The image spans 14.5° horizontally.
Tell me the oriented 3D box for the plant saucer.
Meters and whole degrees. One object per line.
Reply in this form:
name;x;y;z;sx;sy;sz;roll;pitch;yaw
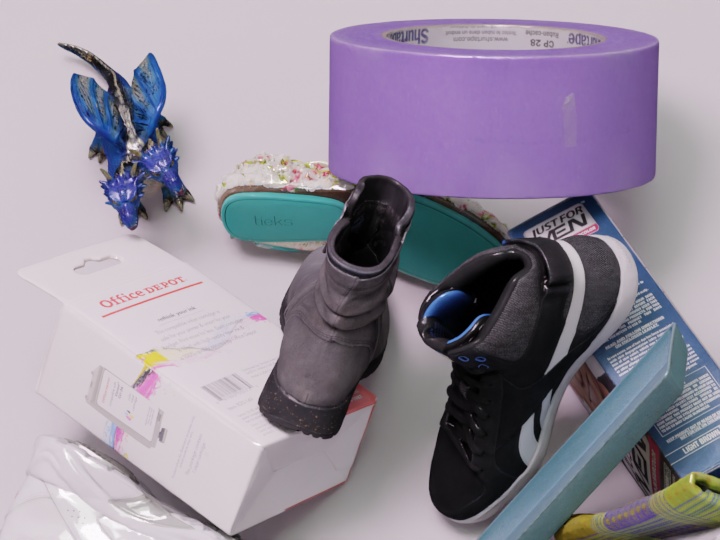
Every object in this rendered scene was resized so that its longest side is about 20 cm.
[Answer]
plant saucer;0.116;0.116;1.576;0.019;0.200;0.070;38;23;-7

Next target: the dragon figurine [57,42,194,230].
dragon figurine;-0.148;-0.097;1.792;0.059;0.100;0.200;-15;56;-5

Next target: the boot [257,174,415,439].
boot;0.000;0.000;1.641;0.070;0.132;0.200;19;26;-5

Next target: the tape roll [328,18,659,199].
tape roll;0.080;-0.100;1.711;0.200;0.200;0.085;1;101;7

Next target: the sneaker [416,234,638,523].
sneaker;0.063;0.057;1.599;0.112;0.200;0.073;5;35;-41

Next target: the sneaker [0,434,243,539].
sneaker;-0.120;0.180;1.631;0.200;0.078;0.099;30;88;16

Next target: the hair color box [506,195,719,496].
hair color box;0.162;0.060;1.654;0.060;0.100;0.200;-27;57;-9

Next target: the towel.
towel;0.198;0.138;1.513;0.143;0.200;0.023;11;76;-13

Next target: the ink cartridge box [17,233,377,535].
ink cartridge box;-0.106;0.062;1.672;0.200;0.068;0.116;35;30;25

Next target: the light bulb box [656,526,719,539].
light bulb box;0.138;0.265;1.439;0.198;0.125;0.200;-29;91;-23

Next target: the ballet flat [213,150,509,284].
ballet flat;0.009;-0.040;1.759;0.200;0.076;0.064;13;39;10
